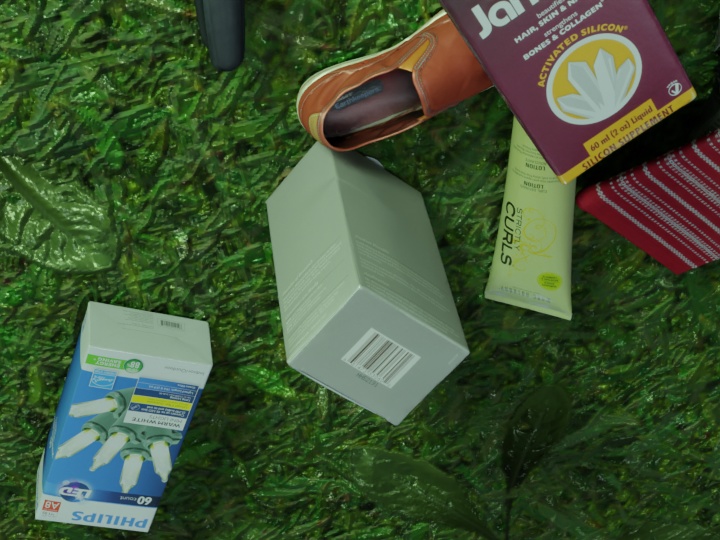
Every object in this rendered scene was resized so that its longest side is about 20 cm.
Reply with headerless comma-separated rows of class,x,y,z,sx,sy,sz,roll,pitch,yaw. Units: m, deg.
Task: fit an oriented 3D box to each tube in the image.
tube,0.142,-0.045,0.994,0.052,0.058,0.201,-16,132,-20

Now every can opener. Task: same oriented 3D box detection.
can opener,-0.093,-0.220,0.811,0.078,0.063,0.201,-4,127,-9

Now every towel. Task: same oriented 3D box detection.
towel,0.285,-0.063,0.970,0.144,0.023,0.200,29,141,-36

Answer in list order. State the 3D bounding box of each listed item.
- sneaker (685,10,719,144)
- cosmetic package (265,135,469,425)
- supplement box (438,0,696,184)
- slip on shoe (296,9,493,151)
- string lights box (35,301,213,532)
sneaker,0.291,-0.167,0.927,0.090,0.067,0.200,28,126,-10
cosmetic package,0.000,0.000,0.910,0.107,0.200,0.090,31,114,-26
supplement box,0.122,-0.169,0.818,0.110,0.086,0.200,-34,129,10
slip on shoe,0.050,-0.139,0.901,0.199,0.061,0.074,-22,126,4
string lights box,-0.202,0.127,1.052,0.102,0.059,0.200,11,124,-20
